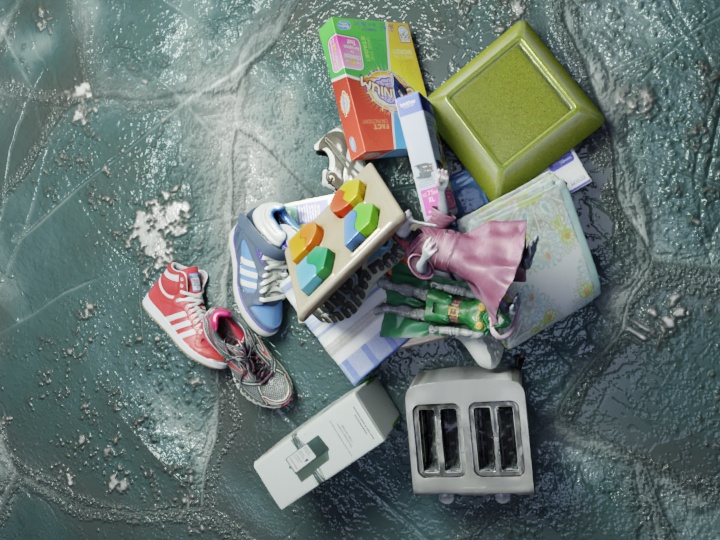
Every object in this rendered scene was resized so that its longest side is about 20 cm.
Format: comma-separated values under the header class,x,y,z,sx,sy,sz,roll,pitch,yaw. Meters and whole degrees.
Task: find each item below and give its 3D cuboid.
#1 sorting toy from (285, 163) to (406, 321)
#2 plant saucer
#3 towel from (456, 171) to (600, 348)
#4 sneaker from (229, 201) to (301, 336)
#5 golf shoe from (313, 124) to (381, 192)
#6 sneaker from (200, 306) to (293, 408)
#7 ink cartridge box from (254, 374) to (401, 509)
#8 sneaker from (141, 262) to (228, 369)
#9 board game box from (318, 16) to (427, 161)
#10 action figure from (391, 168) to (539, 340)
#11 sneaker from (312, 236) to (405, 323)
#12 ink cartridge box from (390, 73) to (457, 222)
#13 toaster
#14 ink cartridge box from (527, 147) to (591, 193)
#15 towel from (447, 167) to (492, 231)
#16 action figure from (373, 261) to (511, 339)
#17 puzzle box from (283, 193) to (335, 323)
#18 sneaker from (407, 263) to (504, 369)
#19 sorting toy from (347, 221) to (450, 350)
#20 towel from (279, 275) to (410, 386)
class,x,y,z,sx,sy,sz,roll,pitch,yaw
sorting toy,-0.034,-0.049,0.779,0.185,0.201,0.036,-44,118,13
plant saucer,0.216,-0.236,0.842,0.199,0.048,0.202,-37,79,9
towel,0.241,-0.016,0.826,0.169,0.048,0.203,-26,100,-10
sneaker,-0.139,-0.007,0.931,0.145,0.080,0.204,-24,77,42
golf shoe,-0.008,-0.130,0.909,0.093,0.078,0.203,-23,75,2
sneaker,-0.185,0.146,0.945,0.200,0.074,0.081,48,68,-8
ink cartridge box,-0.047,0.261,0.899,0.199,0.146,0.084,-36,83,12
sneaker,-0.280,0.070,0.996,0.199,0.071,0.113,39,102,13
board game box,0.031,-0.275,0.883,0.040,0.151,0.204,-19,85,55
action figure,0.119,-0.025,0.736,0.197,0.150,0.135,17,55,25
sneaker,0.000,0.000,0.841,0.199,0.090,0.079,-40,92,18
ink cartridge box,0.092,-0.172,0.818,0.041,0.119,0.204,-16,93,17
toaster,0.164,0.232,0.859,0.177,0.119,0.205,-5,89,13
ink cartridge box,0.254,-0.193,0.878,0.098,0.039,0.203,-28,82,12
towel,0.174,-0.051,0.892,0.110,0.048,0.204,-22,85,14
action figure,0.113,0.051,0.803,0.197,0.054,0.121,8,97,31
puzzle box,-0.052,-0.022,0.962,0.130,0.025,0.205,-8,88,14
sneaker,0.142,0.054,0.854,0.080,0.076,0.203,-30,77,29
sorting toy,0.035,0.034,0.913,0.196,0.036,0.189,-14,88,2
towel,-0.017,0.054,0.893,0.146,0.024,0.201,-38,85,5
